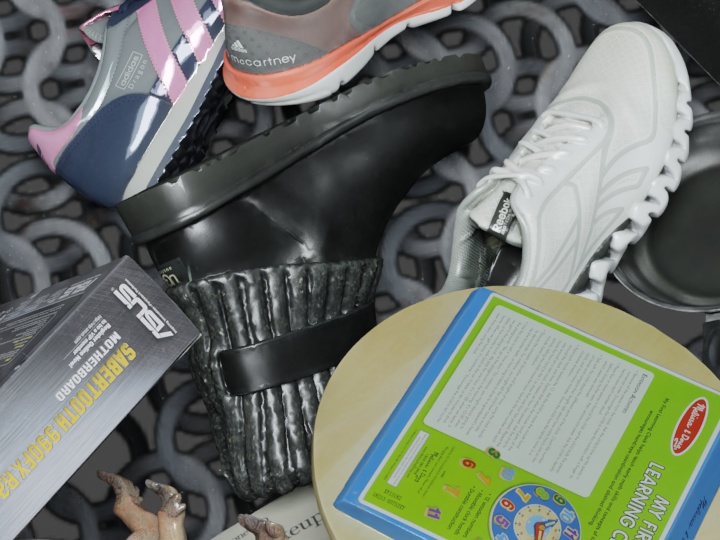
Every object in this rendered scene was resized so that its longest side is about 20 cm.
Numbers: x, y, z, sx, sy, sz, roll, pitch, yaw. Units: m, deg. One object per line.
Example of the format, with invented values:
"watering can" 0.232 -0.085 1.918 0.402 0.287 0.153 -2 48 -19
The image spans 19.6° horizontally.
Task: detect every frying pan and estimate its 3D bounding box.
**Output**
"frying pan" 0.183 0.001 0.981 0.115 0.031 0.190 -28 51 7

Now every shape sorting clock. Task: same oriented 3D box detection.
"shape sorting clock" 0.078 0.087 0.885 0.200 0.039 0.200 4 47 -4

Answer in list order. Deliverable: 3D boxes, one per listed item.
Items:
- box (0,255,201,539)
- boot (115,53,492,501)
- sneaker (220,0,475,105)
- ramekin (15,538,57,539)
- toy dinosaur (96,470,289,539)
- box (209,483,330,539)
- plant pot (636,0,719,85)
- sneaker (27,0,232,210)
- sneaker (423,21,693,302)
"box" -0.171 0.076 0.895 0.048 0.200 0.158 48 62 -14
"boot" -0.002 0.001 0.989 0.211 0.079 0.158 -28 94 -24
"sneaker" 0.008 -0.158 0.987 0.077 0.082 0.200 18 48 35
"ramekin" -0.144 0.223 0.937 0.200 0.105 0.200 0 79 -1
"toy dinosaur" -0.078 0.160 0.846 0.200 0.086 0.136 18 80 10
"box" -0.003 0.180 0.903 0.082 0.200 0.068 -31 125 -4
"plant pot" 0.213 -0.227 0.968 0.199 0.177 0.200 -41 82 -22
"sneaker" -0.090 -0.124 1.018 0.082 0.070 0.200 26 76 9
"sneaker" 0.093 -0.035 0.990 0.081 0.075 0.200 35 75 -40
